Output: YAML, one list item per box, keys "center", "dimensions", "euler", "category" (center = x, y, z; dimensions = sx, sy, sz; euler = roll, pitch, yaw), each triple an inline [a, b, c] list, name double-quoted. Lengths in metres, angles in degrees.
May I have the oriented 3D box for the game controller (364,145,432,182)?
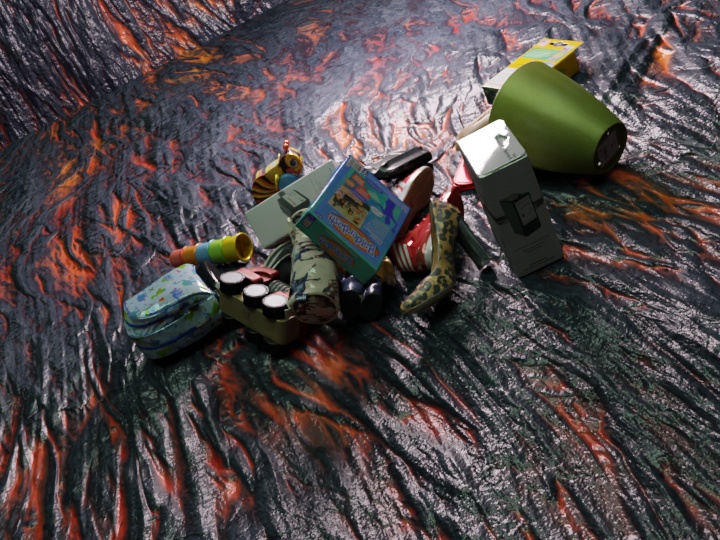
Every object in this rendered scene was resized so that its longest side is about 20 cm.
- center: [0.066, -0.212, 1.693]
  dimensions: [0.103, 0.043, 0.200]
  euler: [-8, 14, 32]
  category: "game controller"

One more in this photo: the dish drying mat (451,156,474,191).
- center: [0.231, -0.224, 1.664]
  dimensions: [0.076, 0.018, 0.201]
  euler: [-8, 37, 27]
  category: "dish drying mat"

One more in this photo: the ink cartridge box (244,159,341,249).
- center: [-0.104, -0.124, 1.631]
  dimensions: [0.199, 0.084, 0.145]
  euler: [-30, -4, 12]
  category: "ink cartridge box"

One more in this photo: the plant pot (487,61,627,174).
- center: [0.359, -0.247, 1.477]
  dimensions: [0.187, 0.188, 0.200]
  euler: [-39, 48, -18]
  category: "plant pot"

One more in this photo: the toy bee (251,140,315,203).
- center: [-0.170, -0.238, 1.903]
  dimensions: [0.199, 0.109, 0.131]
  euler: [-31, 30, -6]
  category: "toy bee"

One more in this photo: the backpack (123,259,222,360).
- center: [-0.343, 0.076, 1.575]
  dimensions: [0.200, 0.154, 0.163]
  euler: [-42, 39, 0]
  category: "backpack"

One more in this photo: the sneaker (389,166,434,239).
- center: [0.058, -0.130, 1.612]
  dimensions: [0.112, 0.072, 0.201]
  euler: [6, 47, 38]
  category: "sneaker"

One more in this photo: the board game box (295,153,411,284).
- center: [-0.007, -0.091, 1.433]
  dimensions: [0.045, 0.152, 0.200]
  euler: [-42, 11, 39]
  category: "board game box"

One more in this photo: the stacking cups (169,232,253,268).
- center: [-0.319, -0.034, 1.784]
  dimensions: [0.198, 0.061, 0.061]
  euler: [-10, 35, 34]
  category: "stacking cups"

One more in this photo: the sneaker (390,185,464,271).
- center: [0.109, -0.075, 1.490]
  dimensions: [0.114, 0.079, 0.201]
  euler: [-5, 37, 29]
  category: "sneaker"

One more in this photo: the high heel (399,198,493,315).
- center: [0.104, -0.023, 1.355]
  dimensions: [0.199, 0.143, 0.071]
  euler: [-34, -9, -27]
  category: "high heel"

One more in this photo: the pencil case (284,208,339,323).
- center: [-0.083, -0.010, 1.398]
  dimensions: [0.088, 0.078, 0.201]
  euler: [0, 52, -6]
  category: "pencil case"

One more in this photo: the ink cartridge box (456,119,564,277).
- center: [0.236, -0.116, 1.333]
  dimensions: [0.083, 0.201, 0.146]
  euler: [-25, 31, 5]
  category: "ink cartridge box"

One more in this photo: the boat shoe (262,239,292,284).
- center: [-0.104, -0.026, 1.585]
  dimensions: [0.199, 0.073, 0.062]
  euler: [-37, 30, -23]
  category: "boat shoe"

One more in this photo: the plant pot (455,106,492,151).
- center: [0.260, -0.301, 1.628]
  dimensions: [0.199, 0.028, 0.200]
  euler: [-37, 7, 5]
  category: "plant pot"

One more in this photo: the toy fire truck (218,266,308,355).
- center: [-0.131, 0.031, 1.492]
  dimensions: [0.175, 0.130, 0.199]
  euler: [24, 36, 37]
  category: "toy fire truck"

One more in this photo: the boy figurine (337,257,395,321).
- center: [0.000, 0.000, 1.463]
  dimensions: [0.123, 0.065, 0.201]
  euler: [7, 34, -3]
  category: "boy figurine"

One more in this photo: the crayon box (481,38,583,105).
- center: [0.377, -0.422, 1.805]
  dimensions: [0.200, 0.052, 0.125]
  euler: [-39, 34, -17]
  category: "crayon box"
